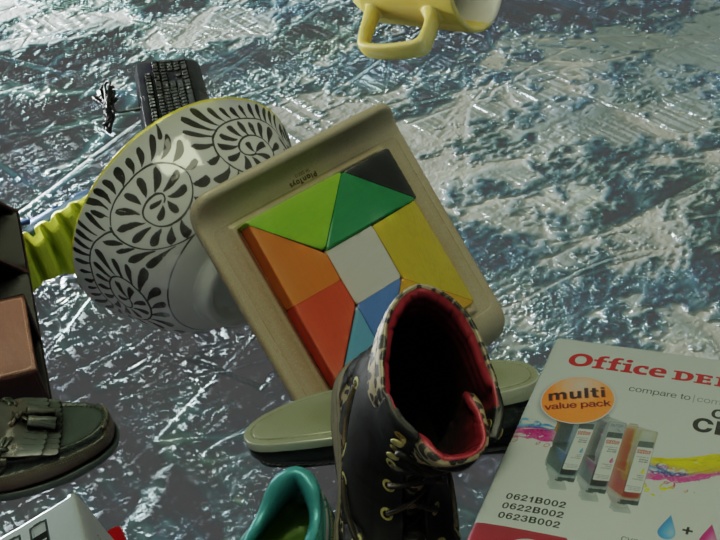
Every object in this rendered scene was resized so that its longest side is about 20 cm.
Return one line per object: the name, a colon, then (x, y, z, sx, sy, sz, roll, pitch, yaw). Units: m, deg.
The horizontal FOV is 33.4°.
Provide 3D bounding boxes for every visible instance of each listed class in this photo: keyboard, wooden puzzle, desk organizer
keyboard: (-0.230, -0.185, 1.314, 0.127, 0.021, 0.200, -13, 34, -7)
wooden puzzle: (0.000, 0.000, 0.854, 0.185, 0.200, 0.037, -31, 6, -29)
desk organizer: (-0.295, 0.019, 0.924, 0.077, 0.072, 0.200, -13, 59, -10)

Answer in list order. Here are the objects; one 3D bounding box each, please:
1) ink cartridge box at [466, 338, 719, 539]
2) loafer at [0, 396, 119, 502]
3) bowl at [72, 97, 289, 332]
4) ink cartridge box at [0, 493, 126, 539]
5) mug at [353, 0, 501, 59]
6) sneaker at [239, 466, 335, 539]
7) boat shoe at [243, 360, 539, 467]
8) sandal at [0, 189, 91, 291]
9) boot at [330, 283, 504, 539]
ink cartridge box: (0.147, 0.156, 0.631, 0.145, 0.145, 0.200, 7, 36, 22)
loafer: (-0.273, 0.123, 0.840, 0.199, 0.063, 0.072, -12, 35, -6)
bowl: (-0.105, -0.020, 0.905, 0.200, 0.201, 0.094, -29, 56, -28)
ink cartridge box: (-0.211, 0.219, 0.632, 0.200, 0.084, 0.176, -30, 37, -5)
mug: (0.059, -0.340, 1.376, 0.153, 0.150, 0.187, 4, 29, 31)
sneaker: (-0.065, 0.196, 0.676, 0.077, 0.080, 0.200, 4, 38, 17)
boat shoe: (0.025, 0.112, 0.792, 0.199, 0.066, 0.074, -13, 20, -16)
sandal: (-0.276, -0.028, 1.051, 0.200, 0.080, 0.087, -23, 33, -23)
boot: (0.031, 0.117, 0.653, 0.073, 0.151, 0.201, 0, 65, -12)
